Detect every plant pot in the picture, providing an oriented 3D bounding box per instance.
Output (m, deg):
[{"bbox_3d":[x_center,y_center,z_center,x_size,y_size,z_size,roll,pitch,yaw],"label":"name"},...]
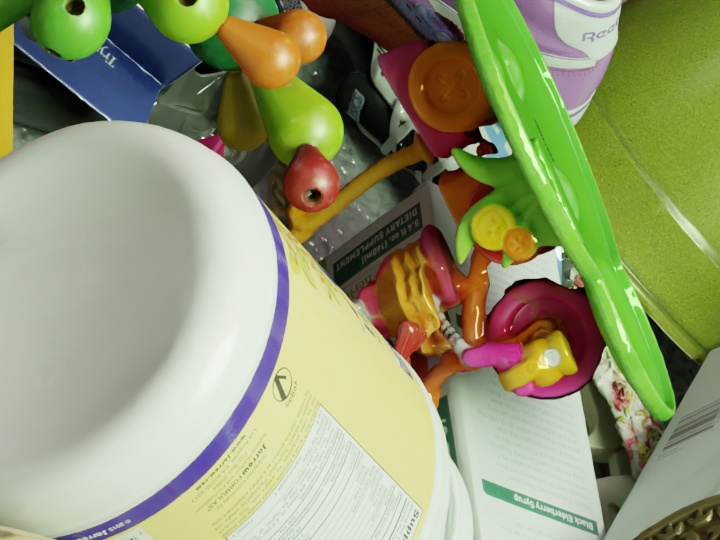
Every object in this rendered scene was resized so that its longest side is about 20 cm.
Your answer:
[{"bbox_3d":[0.203,-0.077,1.265,0.200,0.193,0.201,46,16,-17],"label":"plant pot"}]

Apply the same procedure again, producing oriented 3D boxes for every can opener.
[{"bbox_3d":[-0.109,-0.081,1.088,0.200,0.053,0.067,16,18,-42],"label":"can opener"}]

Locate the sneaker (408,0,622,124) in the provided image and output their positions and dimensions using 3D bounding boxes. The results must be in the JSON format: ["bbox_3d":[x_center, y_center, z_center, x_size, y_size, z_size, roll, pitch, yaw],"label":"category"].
[{"bbox_3d":[0.030,-0.154,1.156,0.200,0.114,0.073,31,59,9],"label":"sneaker"}]

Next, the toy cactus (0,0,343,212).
[{"bbox_3d":[-0.083,-0.108,0.919,0.199,0.102,0.165,28,34,-8],"label":"toy cactus"}]

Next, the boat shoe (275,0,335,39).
[{"bbox_3d":[-0.101,-0.159,1.144,0.200,0.075,0.093,50,48,-1],"label":"boat shoe"}]

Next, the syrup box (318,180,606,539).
[{"bbox_3d":[0.040,0.074,1.092,0.081,0.079,0.201,24,45,-35],"label":"syrup box"}]

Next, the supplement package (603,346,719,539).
[{"bbox_3d":[0.211,0.089,1.093,0.111,0.155,0.200,57,30,-8],"label":"supplement package"}]

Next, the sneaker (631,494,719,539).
[{"bbox_3d":[0.099,0.180,1.001,0.090,0.200,0.067,47,-3,-30],"label":"sneaker"}]

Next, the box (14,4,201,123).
[{"bbox_3d":[-0.096,-0.159,1.064,0.121,0.032,0.200,39,46,-22],"label":"box"}]

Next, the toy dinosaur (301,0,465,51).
[{"bbox_3d":[-0.028,-0.133,1.065,0.182,0.200,0.105,63,-13,-16],"label":"toy dinosaur"}]

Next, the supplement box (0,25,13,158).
[{"bbox_3d":[-0.221,-0.066,0.896,0.200,0.086,0.111,25,44,-36],"label":"supplement box"}]

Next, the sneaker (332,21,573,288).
[{"bbox_3d":[0.034,-0.063,1.210,0.072,0.072,0.200,-22,64,-18],"label":"sneaker"}]

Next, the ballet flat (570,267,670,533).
[{"bbox_3d":[0.111,0.085,1.192,0.064,0.076,0.201,-8,59,-18],"label":"ballet flat"}]

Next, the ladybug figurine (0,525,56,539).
[{"bbox_3d":[-0.129,0.142,0.792,0.199,0.072,0.136,9,84,-10],"label":"ladybug figurine"}]

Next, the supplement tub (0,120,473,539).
[{"bbox_3d":[-0.056,0.058,0.895,0.200,0.145,0.146,49,27,-50],"label":"supplement tub"}]

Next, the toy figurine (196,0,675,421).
[{"bbox_3d":[0.000,0.000,1.024,0.201,0.184,0.150,65,12,-1],"label":"toy figurine"}]
